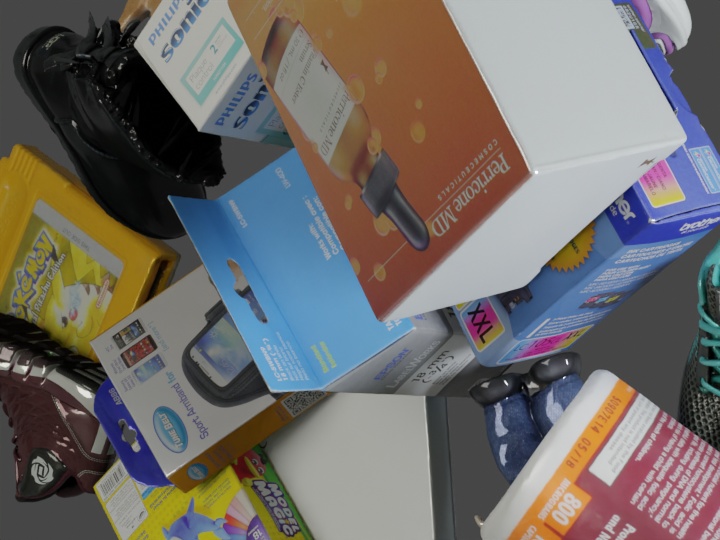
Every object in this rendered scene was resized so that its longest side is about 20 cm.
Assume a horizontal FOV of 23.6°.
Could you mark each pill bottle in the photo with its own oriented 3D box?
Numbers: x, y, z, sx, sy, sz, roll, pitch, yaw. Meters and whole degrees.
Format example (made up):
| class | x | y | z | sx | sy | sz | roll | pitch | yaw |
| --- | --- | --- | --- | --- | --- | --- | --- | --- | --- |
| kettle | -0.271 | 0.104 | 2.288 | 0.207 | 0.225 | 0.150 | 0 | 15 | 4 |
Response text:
| class | x | y | z | sx | sy | sz | roll | pitch | yaw |
| --- | --- | --- | --- | --- | --- | --- | --- | --- | --- |
| pill bottle | 0.172 | 0.154 | 0.901 | 0.199 | 0.114 | 0.115 | 36 | 110 | 9 |

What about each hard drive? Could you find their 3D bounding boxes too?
| class | x | y | z | sx | sy | sz | roll | pitch | yaw |
| --- | --- | --- | --- | --- | --- | --- | --- | --- | --- |
| hard drive | -0.026 | 0.141 | 1.149 | 0.199 | 0.026 | 0.133 | -9 | 80 | 37 |

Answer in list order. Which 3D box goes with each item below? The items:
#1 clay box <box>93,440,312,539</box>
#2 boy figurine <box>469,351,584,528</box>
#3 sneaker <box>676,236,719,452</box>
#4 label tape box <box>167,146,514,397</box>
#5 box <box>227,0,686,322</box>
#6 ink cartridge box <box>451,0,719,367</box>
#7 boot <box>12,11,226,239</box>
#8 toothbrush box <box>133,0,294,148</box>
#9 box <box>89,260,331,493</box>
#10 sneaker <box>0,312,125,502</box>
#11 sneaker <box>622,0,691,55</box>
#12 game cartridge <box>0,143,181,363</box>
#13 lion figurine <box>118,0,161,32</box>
| class | x | y | z | sx | sy | sz | roll | pitch | yaw |
| --- | --- | --- | --- | --- | --- | --- | --- | --- | --- |
| clay box | -0.092 | 0.191 | 1.151 | 0.115 | 0.047 | 0.201 | -46 | 61 | 25 |
| boy figurine | 0.133 | 0.149 | 0.998 | 0.124 | 0.064 | 0.201 | -23 | 74 | 8 |
| sneaker | 0.206 | 0.025 | 0.933 | 0.077 | 0.091 | 0.201 | 21 | 100 | 37 |
| label tape box | 0.000 | 0.000 | 1.030 | 0.063 | 0.199 | 0.145 | -44 | 62 | 26 |
| box | 0.041 | -0.102 | 0.868 | 0.152 | 0.106 | 0.201 | -46 | 64 | 48 |
| ink cartridge box | 0.114 | -0.055 | 0.939 | 0.200 | 0.076 | 0.137 | -45 | 64 | 47 |
| boot | -0.139 | -0.085 | 1.142 | 0.073 | 0.199 | 0.162 | -47 | 32 | -17 |
| toothbrush box | -0.016 | -0.154 | 1.056 | 0.147 | 0.199 | 0.085 | -52 | 58 | 22 |
| box | -0.086 | 0.054 | 1.137 | 0.199 | 0.042 | 0.119 | -34 | 61 | -4 |
| sneaker | -0.253 | 0.106 | 1.266 | 0.199 | 0.075 | 0.116 | 23 | 103 | 37 |
| sneaker | 0.130 | -0.203 | 0.957 | 0.075 | 0.200 | 0.100 | 0 | 52 | 52 |
| game cartridge | -0.238 | 0.020 | 1.325 | 0.200 | 0.032 | 0.177 | 33 | 106 | 34 |
| lion figurine | -0.125 | -0.181 | 1.228 | 0.199 | 0.072 | 0.123 | 24 | 84 | 43 |
